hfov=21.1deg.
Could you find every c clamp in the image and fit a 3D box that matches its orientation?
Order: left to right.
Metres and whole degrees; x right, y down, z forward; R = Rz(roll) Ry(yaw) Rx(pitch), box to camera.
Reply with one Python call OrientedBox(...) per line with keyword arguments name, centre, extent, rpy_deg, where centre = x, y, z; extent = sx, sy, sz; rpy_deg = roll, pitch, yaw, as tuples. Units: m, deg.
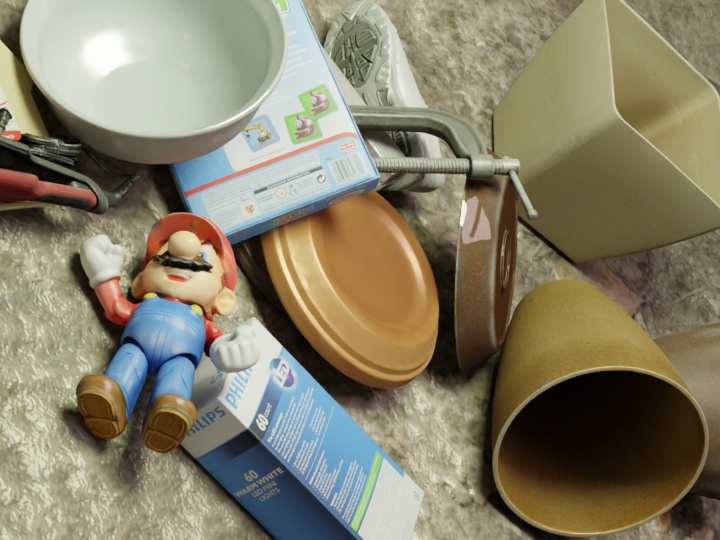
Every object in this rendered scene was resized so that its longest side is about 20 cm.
OrientedBox(name="c clamp", centre=(0.037, -0.101, 1.621), extent=(0.200, 0.027, 0.171), rpy_deg=(3, 32, -11))

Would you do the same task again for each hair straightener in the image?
OrientedBox(name="hair straightener", centre=(-0.228, -0.084, 1.344), extent=(0.200, 0.041, 0.077), rpy_deg=(5, 60, -52))

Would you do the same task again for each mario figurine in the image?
OrientedBox(name="mario figurine", centre=(-0.139, 0.025, 1.374), extent=(0.123, 0.106, 0.200), rpy_deg=(40, 38, -24))

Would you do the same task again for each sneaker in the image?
OrientedBox(name="sneaker", centre=(0.026, -0.154, 1.796), extent=(0.099, 0.078, 0.200), rpy_deg=(24, 48, -59))

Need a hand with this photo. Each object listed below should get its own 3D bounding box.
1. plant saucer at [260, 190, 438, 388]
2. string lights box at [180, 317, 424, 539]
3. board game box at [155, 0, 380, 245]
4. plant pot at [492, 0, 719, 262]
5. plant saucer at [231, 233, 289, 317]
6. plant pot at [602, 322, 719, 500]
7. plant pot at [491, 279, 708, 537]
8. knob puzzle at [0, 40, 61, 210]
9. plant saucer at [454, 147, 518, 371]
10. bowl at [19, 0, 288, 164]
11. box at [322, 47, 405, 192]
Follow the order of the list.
OrientedBox(name="plant saucer", centre=(0.000, 0.000, 1.596), extent=(0.200, 0.037, 0.200), rpy_deg=(33, 40, -33))
OrientedBox(name="string lights box", centre=(-0.045, 0.143, 1.443), extent=(0.200, 0.059, 0.103), rpy_deg=(47, 33, -17))
OrientedBox(name="board game box", centre=(-0.093, -0.131, 1.543), extent=(0.037, 0.151, 0.200), rpy_deg=(106, -39, -74))
OrientedBox(name="plant pot", centre=(0.243, -0.127, 1.955), extent=(0.200, 0.177, 0.200), rpy_deg=(37, 37, -31))
OrientedBox(name="plant saucer", centre=(-0.045, -0.040, 1.629), extent=(0.200, 0.029, 0.200), rpy_deg=(35, 39, -34))
OrientedBox(name="plant pot", centre=(0.314, 0.135, 1.858), extent=(0.200, 0.187, 0.187), rpy_deg=(4, 59, -36))
OrientedBox(name="plant pot", centre=(0.197, 0.101, 1.722), extent=(0.186, 0.186, 0.200), rpy_deg=(40, 23, -27))
OrientedBox(name="knob puzzle", centre=(-0.305, -0.126, 1.342), extent=(0.220, 0.030, 0.220), rpy_deg=(33, 40, -34))
OrientedBox(name="plant saucer", centre=(0.113, -0.010, 1.704), extent=(0.200, 0.034, 0.201), rpy_deg=(4, 90, -78))
OrientedBox(name="bowl", centre=(-0.157, -0.148, 1.463), extent=(0.201, 0.090, 0.201), rpy_deg=(4, 52, -5))
OrientedBox(name="box", centre=(-0.034, -0.157, 1.712), extent=(0.200, 0.039, 0.041), rpy_deg=(53, 32, 4))
